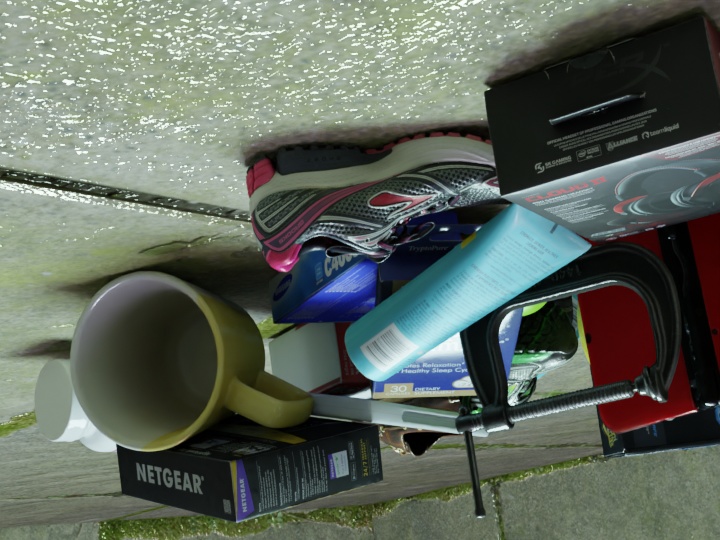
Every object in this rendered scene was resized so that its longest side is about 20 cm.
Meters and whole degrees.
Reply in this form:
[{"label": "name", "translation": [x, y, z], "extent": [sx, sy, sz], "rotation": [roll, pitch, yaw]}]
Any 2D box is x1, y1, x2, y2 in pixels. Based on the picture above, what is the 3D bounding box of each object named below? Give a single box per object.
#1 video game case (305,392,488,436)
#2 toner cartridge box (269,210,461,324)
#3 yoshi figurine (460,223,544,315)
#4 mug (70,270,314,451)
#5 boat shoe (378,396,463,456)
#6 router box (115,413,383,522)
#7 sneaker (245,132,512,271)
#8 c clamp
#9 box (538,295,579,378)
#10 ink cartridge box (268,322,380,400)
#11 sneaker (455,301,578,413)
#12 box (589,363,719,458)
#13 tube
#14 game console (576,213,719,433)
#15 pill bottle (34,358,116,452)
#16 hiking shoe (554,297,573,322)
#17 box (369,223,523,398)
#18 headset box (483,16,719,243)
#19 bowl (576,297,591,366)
[{"label": "video game case", "translation": [-0.005, 0.134, 1.222], "extent": [0.198, 0.024, 0.181], "rotation": [0, 170, 43]}, {"label": "toner cartridge box", "translation": [0.000, 0.000, 1.097], "extent": [0.094, 0.044, 0.200], "rotation": [1, 162, -27]}, {"label": "yoshi figurine", "translation": [0.110, 0.022, 1.132], "extent": [0.111, 0.114, 0.200], "rotation": [-12, 165, -17]}, {"label": "mug", "translation": [-0.148, 0.095, 1.132], "extent": [0.149, 0.187, 0.153], "rotation": [-39, 166, 13]}, {"label": "boat shoe", "translation": [0.055, 0.166, 1.365], "extent": [0.070, 0.071, 0.199], "rotation": [0, 163, -33]}, {"label": "router box", "translation": [-0.101, 0.168, 1.118], "extent": [0.156, 0.053, 0.199], "rotation": [-8, -176, -38]}, {"label": "sneaker", "translation": [0.021, -0.045, 0.880], "extent": [0.197, 0.076, 0.081], "rotation": [-8, 165, -6]}, {"label": "c clamp", "translation": [0.152, 0.074, 0.939], "extent": [0.198, 0.173, 0.027], "rotation": [-22, 166, 26]}, {"label": "box", "translation": [0.201, 0.079, 1.411], "extent": [0.082, 0.049, 0.200], "rotation": [-50, 175, -17]}, {"label": "ink cartridge box", "translation": [0.020, 0.100, 1.398], "extent": [0.198, 0.085, 0.144], "rotation": [1, 162, -34]}, {"label": "sneaker", "translation": [0.146, 0.087, 1.182], "extent": [0.078, 0.085, 0.200], "rotation": [-42, -174, -27]}, {"label": "box", "translation": [0.321, 0.075, 1.249], "extent": [0.196, 0.203, 0.050], "rotation": [-3, 167, -16]}, {"label": "tube", "translation": [0.072, 0.016, 0.939], "extent": [0.077, 0.051, 0.199], "rotation": [26, 133, -36]}, {"label": "game console", "translation": [0.259, 0.007, 0.961], "extent": [0.170, 0.203, 0.119], "rotation": [-9, 167, -1]}, {"label": "pill bottle", "translation": [-0.239, 0.138, 1.346], "extent": [0.198, 0.110, 0.108], "rotation": [4, 161, -42]}, {"label": "hiking shoe", "translation": [0.154, 0.051, 1.258], "extent": [0.075, 0.102, 0.200], "rotation": [-4, 165, -15]}, {"label": "box", "translation": [0.070, 0.038, 1.031], "extent": [0.119, 0.033, 0.201], "rotation": [-1, 140, -3]}, {"label": "headset box", "translation": [0.180, -0.085, 0.818], "extent": [0.147, 0.076, 0.199], "rotation": [-15, 164, 27]}, {"label": "bowl", "translation": [0.246, -0.001, 1.064], "extent": [0.108, 0.201, 0.200], "rotation": [41, 149, -10]}]
